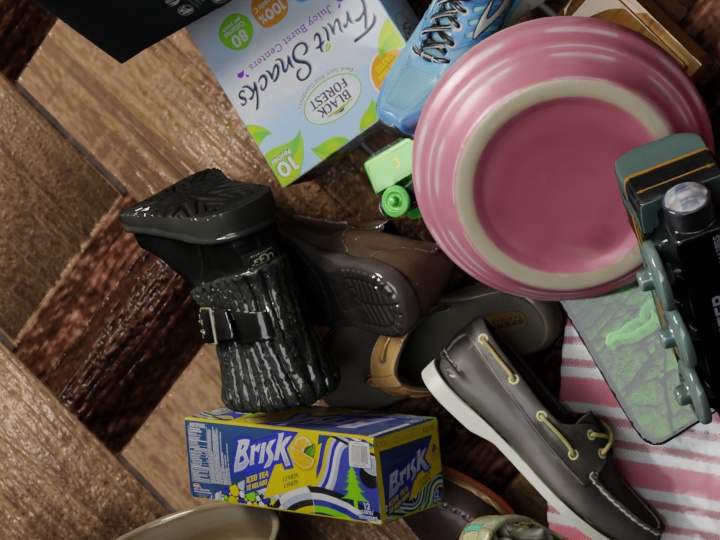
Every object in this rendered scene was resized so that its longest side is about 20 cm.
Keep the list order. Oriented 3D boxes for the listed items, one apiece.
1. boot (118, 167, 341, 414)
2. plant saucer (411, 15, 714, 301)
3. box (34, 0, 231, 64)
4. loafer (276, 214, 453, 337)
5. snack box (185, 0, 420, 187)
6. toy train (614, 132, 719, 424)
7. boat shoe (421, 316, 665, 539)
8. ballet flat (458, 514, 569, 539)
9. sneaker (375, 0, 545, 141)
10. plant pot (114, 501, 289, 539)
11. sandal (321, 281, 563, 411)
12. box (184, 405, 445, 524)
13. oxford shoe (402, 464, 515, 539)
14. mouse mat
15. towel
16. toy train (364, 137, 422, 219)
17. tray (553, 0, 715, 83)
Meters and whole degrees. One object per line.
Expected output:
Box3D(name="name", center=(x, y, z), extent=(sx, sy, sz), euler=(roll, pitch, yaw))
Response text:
Box3D(name="boot", center=(-0.098, 0.017, 1.648), extent=(0.211, 0.079, 0.158), euler=(20, 133, 66))
Box3D(name="plant saucer", center=(0.134, -0.065, 1.495), extent=(0.200, 0.051, 0.201), euler=(-1, 116, -2))
Box3D(name="box", center=(-0.171, -0.278, 1.583), extent=(0.124, 0.148, 0.200), euler=(-26, 51, 26))
Box3D(name="loafer", center=(0.000, 0.000, 1.614), extent=(0.200, 0.071, 0.073), euler=(22, 135, 54))
Box3D(name="snack box", center=(-0.046, -0.182, 1.637), extent=(0.142, 0.053, 0.200), euler=(-34, 84, 26))
Box3D(name="toy train", center=(0.217, 0.008, 1.446), extent=(0.085, 0.114, 0.200), euler=(-21, 130, 3))
Box3D(name="boat shoe", center=(0.134, 0.116, 1.555), extent=(0.201, 0.072, 0.061), euler=(41, 103, 3))
Box3D(name="ballet flat", center=(0.160, 0.226, 1.567), extent=(0.200, 0.071, 0.071), euler=(28, 110, -2))
Box3D(name="sneaker", center=(0.064, -0.180, 1.526), extent=(0.078, 0.090, 0.200), euler=(26, 80, 35))
Box3D(name="plant pot", center=(-0.119, 0.293, 1.690), extent=(0.200, 0.200, 0.174), euler=(-14, 109, 26))
Box3D(name="sandal", center=(0.049, 0.060, 1.617), extent=(0.200, 0.055, 0.082), euler=(-14, 118, 27))
Box3D(name="box", center=(-0.035, 0.135, 1.641), extent=(0.200, 0.070, 0.064), euler=(3, 102, 45))
Box3D(name="oxford shoe", center=(0.084, 0.213, 1.620), extent=(0.200, 0.073, 0.071), euler=(42, 140, 14))
Box3D(name="mouse mat", center=(0.235, 0.004, 1.540), extent=(0.200, 0.008, 0.161), euler=(-34, 79, 16))
Box3D(name="towel", center=(0.206, 0.113, 1.584), extent=(0.146, 0.030, 0.201), euler=(8, 99, 23))
Box3D(name="toy train", center=(0.089, -0.097, 1.558), extent=(0.200, 0.042, 0.057), euler=(-29, 75, 26))
Box3D(name="tray", center=(0.139, -0.103, 1.573), extent=(0.099, 0.037, 0.200), euler=(46, 113, 11))
